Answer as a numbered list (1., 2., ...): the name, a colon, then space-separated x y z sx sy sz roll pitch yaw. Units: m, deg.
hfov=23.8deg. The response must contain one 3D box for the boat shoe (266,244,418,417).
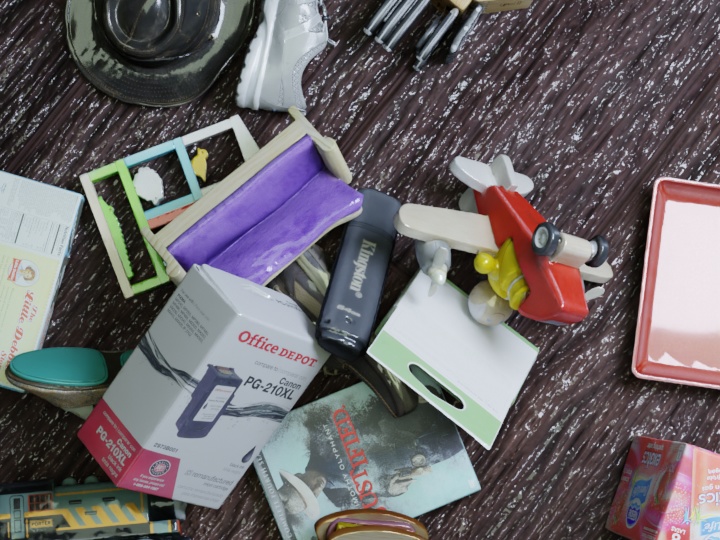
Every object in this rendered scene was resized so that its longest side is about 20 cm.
1. boat shoe: -0.018 0.066 1.653 0.073 0.074 0.200 -39 73 12

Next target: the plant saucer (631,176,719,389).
1. plant saucer: 0.374 0.020 1.692 0.199 0.037 0.201 8 86 -1

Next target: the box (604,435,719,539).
1. box: 0.305 0.219 1.592 0.094 0.200 0.103 19 86 -3

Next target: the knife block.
1. knife block: 0.082 -0.303 1.686 0.174 0.064 0.201 -6 86 -4

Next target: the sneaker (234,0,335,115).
1. sneaker: -0.060 -0.248 1.679 0.082 0.075 0.201 17 96 -8

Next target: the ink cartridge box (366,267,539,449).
1. ink cartridge box: 0.080 0.088 1.597 0.145 0.200 0.048 38 122 0

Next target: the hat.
1. hat: -0.201 -0.263 1.657 0.199 0.081 0.202 0 84 3

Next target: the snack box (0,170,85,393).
1. snack box: -0.351 0.007 1.655 0.116 0.037 0.201 16 85 -2

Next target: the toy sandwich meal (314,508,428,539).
1. toy sandwich meal: 0.014 0.330 1.623 0.204 0.070 0.206 0 93 -6

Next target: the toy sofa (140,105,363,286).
1. toy sofa: -0.099 -0.051 1.614 0.200 0.083 0.098 -39 65 -5

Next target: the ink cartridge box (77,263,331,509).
1. ink cartridge box: -0.141 0.110 1.576 0.200 0.145 0.084 -54 52 11

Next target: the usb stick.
1. usb stick: 0.000 0.000 1.623 0.055 0.033 0.201 27 47 -13

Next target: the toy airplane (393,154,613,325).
1. toy airplane: 0.138 -0.017 1.626 0.199 0.199 0.142 29 111 9

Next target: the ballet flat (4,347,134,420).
1. ballet flat: -0.238 0.111 1.634 0.199 0.068 0.068 -3 124 -9

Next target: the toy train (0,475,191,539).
1. toy train: -0.258 0.252 1.624 0.199 0.085 0.115 -5 77 -3

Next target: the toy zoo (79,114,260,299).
1. toy zoo: -0.161 -0.068 1.679 0.199 0.020 0.132 -21 87 -4

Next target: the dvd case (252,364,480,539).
1. dvd case: 0.001 0.186 1.669 0.199 0.022 0.147 -21 87 -3
